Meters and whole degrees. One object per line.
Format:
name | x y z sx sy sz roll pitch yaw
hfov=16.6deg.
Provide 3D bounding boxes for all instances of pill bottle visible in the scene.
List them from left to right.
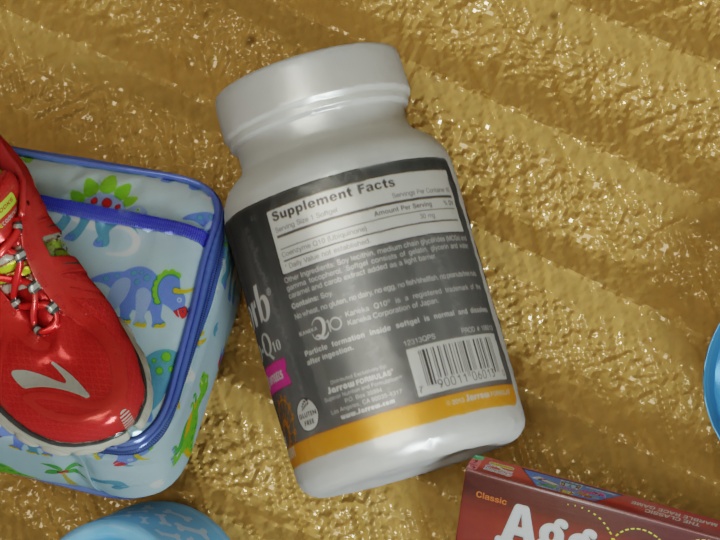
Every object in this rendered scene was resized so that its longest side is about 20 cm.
pill bottle | 0.000 0.000 1.188 0.116 0.116 0.201 -18 81 9

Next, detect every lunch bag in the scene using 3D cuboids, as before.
lunch bag | -0.167 0.016 1.222 0.199 0.083 0.161 12 64 12

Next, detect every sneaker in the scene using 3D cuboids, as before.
sneaker | -0.166 -0.001 1.137 0.077 0.085 0.200 -31 65 -10

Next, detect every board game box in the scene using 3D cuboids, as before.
board game box | 0.139 0.160 1.163 0.199 0.019 0.103 14 114 16

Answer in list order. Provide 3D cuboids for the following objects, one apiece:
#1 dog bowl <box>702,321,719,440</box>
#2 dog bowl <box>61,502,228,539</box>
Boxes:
dog bowl | 0.250 0.085 1.162 0.111 0.050 0.200 -45 79 5
dog bowl | -0.104 0.212 1.203 0.111 0.050 0.201 -18 75 24
